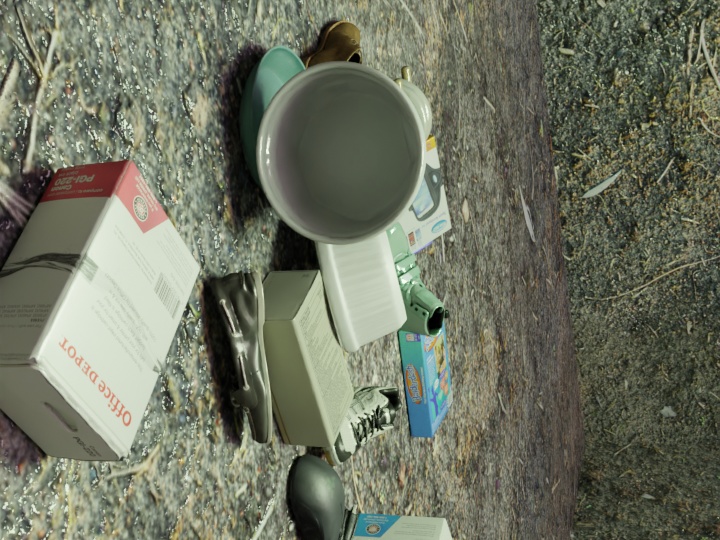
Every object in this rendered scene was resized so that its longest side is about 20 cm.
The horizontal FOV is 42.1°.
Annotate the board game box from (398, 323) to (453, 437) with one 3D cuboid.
[{"bbox_3d":[0.122,0.180,1.716,0.152,0.044,0.205,-40,126,-63],"label":"board game box"}]

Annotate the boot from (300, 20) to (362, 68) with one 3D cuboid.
[{"bbox_3d":[-0.023,-0.304,1.334,0.201,0.074,0.075,-64,144,-52],"label":"boot"}]

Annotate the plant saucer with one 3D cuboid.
[{"bbox_3d":[-0.103,-0.175,1.166,0.199,0.035,0.205,-1,90,-68],"label":"plant saucer"}]

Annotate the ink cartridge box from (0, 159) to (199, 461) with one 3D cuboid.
[{"bbox_3d":[-0.223,0.034,0.772,0.147,0.083,0.203,65,29,-46],"label":"ink cartridge box"}]

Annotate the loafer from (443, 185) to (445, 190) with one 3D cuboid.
[{"bbox_3d":[0.081,-0.190,1.624,0.071,0.072,0.202,45,-15,53],"label":"loafer"}]

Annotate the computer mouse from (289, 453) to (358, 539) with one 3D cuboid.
[{"bbox_3d":[-0.041,0.330,1.268,0.140,0.052,0.203,-67,148,-46],"label":"computer mouse"}]

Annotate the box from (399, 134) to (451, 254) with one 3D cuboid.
[{"bbox_3d":[0.089,-0.115,1.582,0.118,0.041,0.203,-32,123,-25],"label":"box"}]

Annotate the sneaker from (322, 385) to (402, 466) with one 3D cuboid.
[{"bbox_3d":[0.004,0.209,1.330,0.200,0.086,0.077,-46,123,-66],"label":"sneaker"}]

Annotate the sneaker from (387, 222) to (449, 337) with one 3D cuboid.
[{"bbox_3d":[0.089,0.014,1.524,0.073,0.117,0.204,-31,122,-33],"label":"sneaker"}]

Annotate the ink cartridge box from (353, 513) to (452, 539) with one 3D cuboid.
[{"bbox_3d":[0.053,0.487,1.374,0.202,0.144,0.147,-66,148,-47],"label":"ink cartridge box"}]

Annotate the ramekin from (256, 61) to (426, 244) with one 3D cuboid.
[{"bbox_3d":[-0.015,-0.136,1.092,0.105,0.195,0.205,-28,115,-76],"label":"ramekin"}]

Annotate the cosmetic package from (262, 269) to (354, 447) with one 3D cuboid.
[{"bbox_3d":[-0.073,0.112,1.172,0.104,0.072,0.203,-63,145,-52],"label":"cosmetic package"}]

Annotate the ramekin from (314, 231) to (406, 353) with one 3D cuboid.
[{"bbox_3d":[0.000,0.000,1.249,0.202,0.092,0.207,-14,90,-88],"label":"ramekin"}]

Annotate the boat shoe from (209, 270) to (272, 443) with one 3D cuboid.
[{"bbox_3d":[-0.135,0.100,1.057,0.067,0.056,0.205,-141,-133,-70],"label":"boat shoe"}]

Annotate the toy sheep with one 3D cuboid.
[{"bbox_3d":[0.048,-0.235,1.440,0.200,0.135,0.141,-57,140,-61],"label":"toy sheep"}]
